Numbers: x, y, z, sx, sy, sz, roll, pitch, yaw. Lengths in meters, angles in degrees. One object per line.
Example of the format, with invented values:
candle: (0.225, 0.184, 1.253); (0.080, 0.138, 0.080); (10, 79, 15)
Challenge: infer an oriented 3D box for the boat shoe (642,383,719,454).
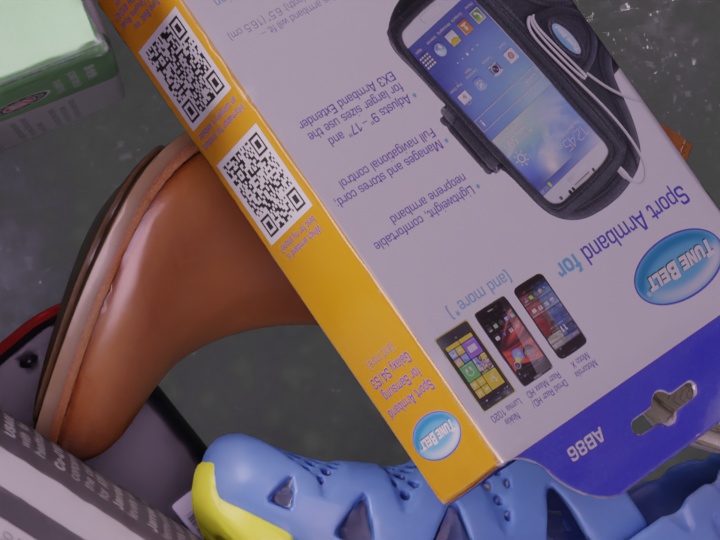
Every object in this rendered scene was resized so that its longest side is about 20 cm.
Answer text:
boat shoe: (0.178, 0.018, 0.857); (0.200, 0.068, 0.075); (-9, 87, -1)

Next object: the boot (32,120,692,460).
boot: (0.000, 0.000, 0.845); (0.155, 0.077, 0.200); (31, 72, -8)

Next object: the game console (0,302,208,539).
game console: (-0.096, 0.137, 0.862); (0.177, 0.031, 0.200); (-39, 92, -9)

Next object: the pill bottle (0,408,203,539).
pill bottle: (-0.109, 0.100, 0.771); (0.200, 0.113, 0.113); (36, 87, -17)

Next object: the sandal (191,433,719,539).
sandal: (0.044, 0.081, 0.842); (0.200, 0.079, 0.087); (19, 84, -19)

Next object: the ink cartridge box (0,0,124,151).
ink cartridge box: (-0.177, -0.056, 0.798); (0.200, 0.145, 0.088); (-24, 90, -3)

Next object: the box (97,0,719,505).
box: (0.028, -0.028, 0.786); (0.119, 0.041, 0.200); (-31, 86, -35)
